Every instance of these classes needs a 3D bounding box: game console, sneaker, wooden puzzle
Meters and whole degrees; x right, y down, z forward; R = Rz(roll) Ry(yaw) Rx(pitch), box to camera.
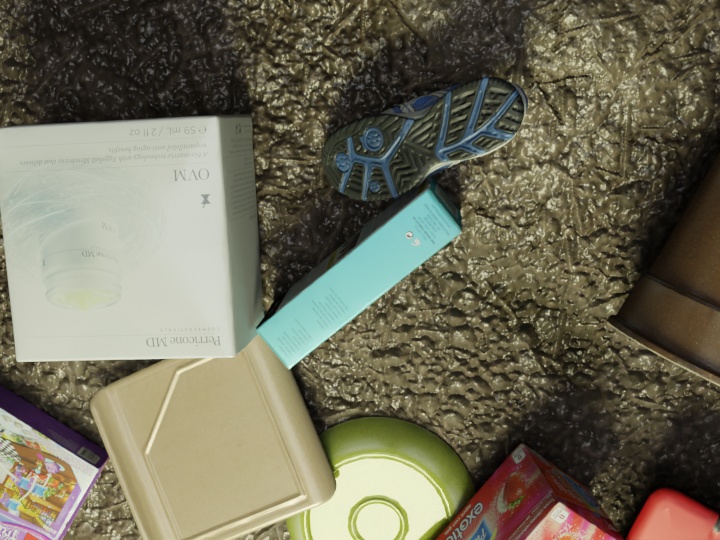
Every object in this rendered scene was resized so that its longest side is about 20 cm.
[{"bbox_3d":[0.312,0.304,0.861,0.171,0.119,0.202,27,105,12],"label":"game console"},{"bbox_3d":[0.057,-0.113,0.791,0.198,0.077,0.077,-12,100,28],"label":"sneaker"},{"bbox_3d":[-0.143,0.168,0.890,0.198,0.037,0.187,-23,89,7],"label":"wooden puzzle"}]

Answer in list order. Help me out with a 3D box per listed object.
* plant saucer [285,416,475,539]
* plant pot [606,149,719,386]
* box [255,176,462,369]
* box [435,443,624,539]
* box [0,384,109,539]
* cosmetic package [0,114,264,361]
[{"bbox_3d":[0.018,0.245,0.904,0.197,0.031,0.203,1,103,6],"label":"plant saucer"},{"bbox_3d":[0.333,-0.003,0.733,0.198,0.200,0.201,24,98,-1],"label":"plant pot"},{"bbox_3d":[0.000,0.000,0.818,0.199,0.082,0.049,-39,98,14],"label":"box"},{"bbox_3d":[0.136,0.278,0.848,0.099,0.096,0.201,34,101,-23],"label":"box"},{"bbox_3d":[-0.373,0.194,0.928,0.199,0.039,0.138,33,104,-3],"label":"box"},{"bbox_3d":[-0.197,-0.031,0.803,0.196,0.123,0.203,-2,100,7],"label":"cosmetic package"}]
